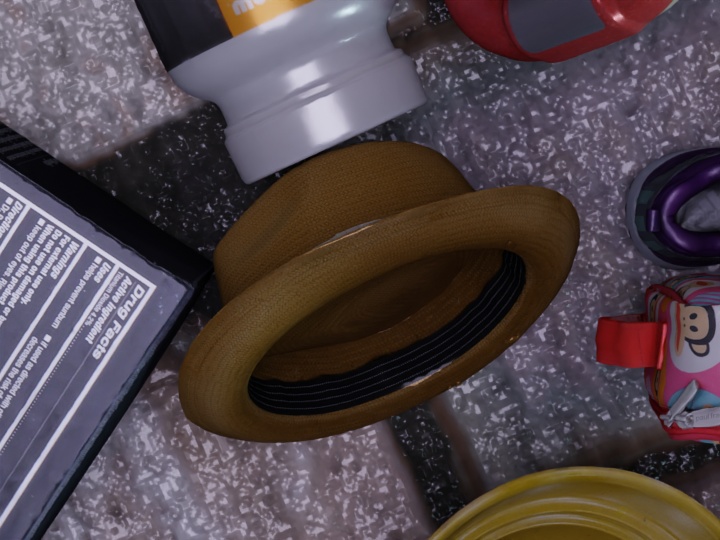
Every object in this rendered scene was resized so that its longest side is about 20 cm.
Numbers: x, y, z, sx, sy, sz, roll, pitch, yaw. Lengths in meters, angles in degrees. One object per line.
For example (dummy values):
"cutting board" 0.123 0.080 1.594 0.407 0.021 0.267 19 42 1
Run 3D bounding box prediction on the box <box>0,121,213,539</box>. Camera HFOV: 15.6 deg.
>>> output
"box" -0.204 0.031 1.212 0.198 0.123 0.200 34 95 0

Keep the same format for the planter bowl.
"planter bowl" 0.090 0.189 1.222 0.200 0.083 0.201 0 89 -14

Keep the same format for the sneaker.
"sneaker" 0.224 -0.037 1.217 0.199 0.088 0.075 -15 93 2

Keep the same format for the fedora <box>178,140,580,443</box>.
"fedora" 0.000 0.000 1.201 0.200 0.201 0.082 -29 62 3

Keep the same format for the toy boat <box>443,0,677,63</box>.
"toy boat" 0.059 -0.192 1.140 0.130 0.131 0.201 -19 84 37

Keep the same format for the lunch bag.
"lunch bag" 0.193 0.035 1.167 0.175 0.200 0.082 0 92 4

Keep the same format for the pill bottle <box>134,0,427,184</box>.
"pill bottle" -0.052 -0.149 1.202 0.116 0.116 0.201 -25 93 3
